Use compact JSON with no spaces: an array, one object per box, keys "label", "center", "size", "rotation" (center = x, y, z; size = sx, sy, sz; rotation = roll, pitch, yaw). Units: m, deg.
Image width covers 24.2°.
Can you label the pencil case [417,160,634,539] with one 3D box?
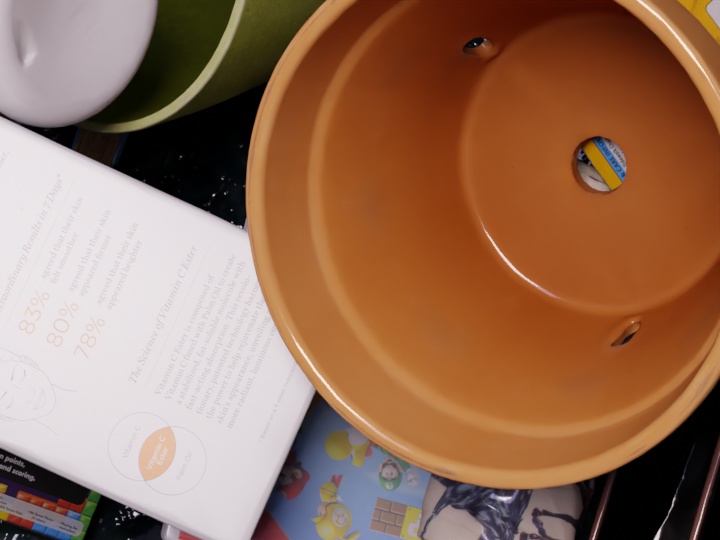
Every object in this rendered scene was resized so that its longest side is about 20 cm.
[{"label":"pencil case","center":[0.088,0.054,0.782],"size":[0.077,0.089,0.201],"rotation":[13,81,33]}]

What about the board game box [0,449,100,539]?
[{"label":"board game box","center":[-0.198,0.026,0.827],"size":[0.057,0.199,0.166],"rotation":[11,76,52]}]

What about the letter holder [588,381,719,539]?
[{"label":"letter holder","center":[0.159,0.098,0.749],"size":[0.100,0.142,0.201],"rotation":[16,79,17]}]

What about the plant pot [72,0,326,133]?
[{"label":"plant pot","center":[-0.061,-0.171,0.842],"size":[0.186,0.199,0.189],"rotation":[8,103,36]}]

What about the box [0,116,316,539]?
[{"label":"box","center":[-0.116,0.024,0.733],"size":[0.199,0.097,0.125],"rotation":[25,84,-3]}]

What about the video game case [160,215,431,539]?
[{"label":"video game case","center":[-0.002,0.049,0.808],"size":[0.142,0.017,0.201],"rotation":[16,84,-12]}]

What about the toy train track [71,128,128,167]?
[{"label":"toy train track","center":[-0.136,-0.086,0.936],"size":[0.114,0.033,0.201],"rotation":[19,85,11]}]

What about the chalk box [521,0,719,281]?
[{"label":"chalk box","center":[0.185,-0.096,0.782],"size":[0.124,0.200,0.125],"rotation":[-39,82,28]}]

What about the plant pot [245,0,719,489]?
[{"label":"plant pot","center":[0.073,-0.031,0.660],"size":[0.199,0.140,0.202],"rotation":[7,105,26]}]

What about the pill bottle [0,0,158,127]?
[{"label":"pill bottle","center":[-0.194,-0.136,0.753],"size":[0.199,0.109,0.110],"rotation":[18,79,33]}]
